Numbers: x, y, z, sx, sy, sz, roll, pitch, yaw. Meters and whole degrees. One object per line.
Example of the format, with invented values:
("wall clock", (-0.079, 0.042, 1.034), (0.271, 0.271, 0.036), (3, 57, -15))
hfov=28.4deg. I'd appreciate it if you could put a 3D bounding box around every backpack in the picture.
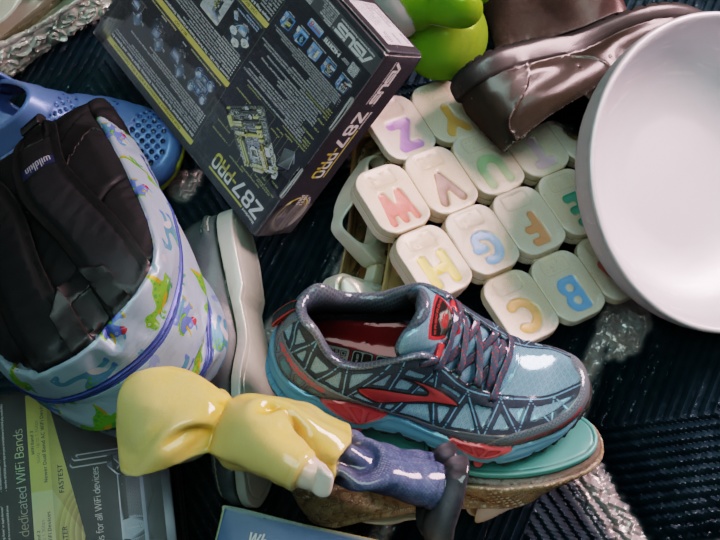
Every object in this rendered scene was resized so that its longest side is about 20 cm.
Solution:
("backpack", (-0.167, 0.007, 0.868), (0.163, 0.155, 0.200), (-38, 30, -8))

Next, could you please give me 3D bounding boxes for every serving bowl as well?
("serving bowl", (0.217, -0.060, 0.918), (0.197, 0.066, 0.204), (1, 88, -22))

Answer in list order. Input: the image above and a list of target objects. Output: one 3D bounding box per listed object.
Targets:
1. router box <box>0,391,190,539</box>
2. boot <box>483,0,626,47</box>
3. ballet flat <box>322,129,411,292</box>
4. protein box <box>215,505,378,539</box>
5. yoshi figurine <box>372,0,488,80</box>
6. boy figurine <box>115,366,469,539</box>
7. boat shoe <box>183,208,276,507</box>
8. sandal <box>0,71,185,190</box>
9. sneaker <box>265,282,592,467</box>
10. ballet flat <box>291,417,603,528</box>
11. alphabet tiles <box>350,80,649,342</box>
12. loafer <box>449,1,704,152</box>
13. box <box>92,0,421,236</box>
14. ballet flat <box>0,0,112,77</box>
("router box", (-0.186, 0.174, 0.891), (0.155, 0.052, 0.203), (-9, 69, 1))
("boot", (0.082, -0.231, 1.007), (0.197, 0.072, 0.169), (-11, 77, 16))
("ballet flat", (0.000, 0.000, 0.933), (0.068, 0.063, 0.203), (-17, 54, 46))
("protein box", (-0.001, 0.263, 0.802), (0.195, 0.135, 0.203), (11, 71, 8))
("yoshi figurine", (0.007, -0.174, 0.973), (0.198, 0.111, 0.114), (13, 98, 34))
("boy figurine", (-0.039, 0.103, 0.788), (0.197, 0.124, 0.065), (14, 92, -9))
("boat shoe", (-0.094, 0.059, 0.924), (0.061, 0.073, 0.203), (-12, 66, 12))
("sandal", (-0.219, -0.095, 0.976), (0.197, 0.087, 0.081), (7, 69, 4))
("sneaker", (0.043, 0.055, 0.833), (0.197, 0.096, 0.080), (7, 53, -3))
("ballet flat", (0.051, 0.126, 0.887), (0.197, 0.066, 0.071), (-2, 40, 3))
("alphabet tiles", (0.095, -0.050, 0.934), (0.198, 0.015, 0.197), (-21, 68, -28))
("loafer", (0.155, -0.124, 0.959), (0.197, 0.073, 0.072), (-18, 82, -18))
("box", (-0.074, -0.150, 0.939), (0.200, 0.049, 0.162), (50, 118, 20))
("ballet flat", (-0.218, -0.206, 1.027), (0.200, 0.072, 0.072), (-44, 73, -12))
